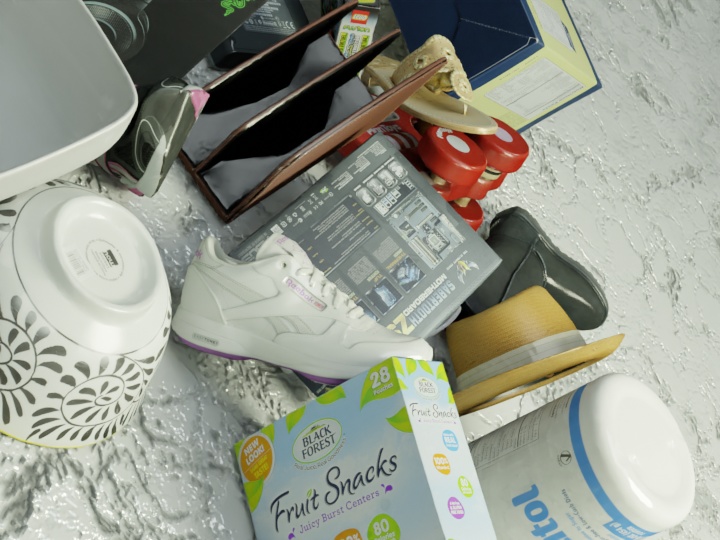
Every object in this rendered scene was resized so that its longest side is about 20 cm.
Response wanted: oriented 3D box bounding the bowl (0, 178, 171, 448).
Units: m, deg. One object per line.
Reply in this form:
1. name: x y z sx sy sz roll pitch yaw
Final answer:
1. bowl: -0.196 0.008 0.894 0.200 0.094 0.202 30 42 -32

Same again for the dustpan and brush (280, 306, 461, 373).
1. dustpan and brush: -0.003 0.027 1.134 0.200 0.057 0.140 -39 98 -25

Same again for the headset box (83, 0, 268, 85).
1. headset box: -0.184 -0.229 0.998 0.174 0.200 0.093 26 45 -37

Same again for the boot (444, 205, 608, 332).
1. boot: 0.166 0.042 1.321 0.165 0.066 0.200 44 34 -5

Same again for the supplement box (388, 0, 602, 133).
1. supplement box: 0.140 -0.274 1.443 0.199 0.134 0.201 14 53 -60

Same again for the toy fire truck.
1. toy fire truck: 0.056 -0.119 1.293 0.168 0.112 0.200 45 33 18

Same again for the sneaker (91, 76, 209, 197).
1. sneaker: -0.175 -0.102 0.955 0.086 0.200 0.081 29 74 -15

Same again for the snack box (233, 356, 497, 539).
1. snack box: 0.007 0.186 0.935 0.067 0.168 0.201 12 54 -49

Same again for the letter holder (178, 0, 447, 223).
1. letter holder: -0.043 -0.148 1.100 0.200 0.142 0.101 -37 93 -33

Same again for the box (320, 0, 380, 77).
1. box: -0.013 -0.285 1.314 0.034 0.110 0.201 6 49 -11

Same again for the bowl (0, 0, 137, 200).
1. bowl: -0.271 -0.121 0.865 0.199 0.075 0.200 -26 70 -31

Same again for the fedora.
1. fedora: 0.134 0.066 1.159 0.200 0.200 0.082 -9 74 -52

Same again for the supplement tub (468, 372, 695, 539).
1. supplement tub: 0.162 0.180 1.097 0.132 0.200 0.133 30 43 -32

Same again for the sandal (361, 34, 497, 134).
1. sandal: 0.060 -0.197 1.279 0.077 0.070 0.212 -4 25 -32

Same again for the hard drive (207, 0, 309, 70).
1. hard drive: -0.121 -0.282 1.258 0.139 0.033 0.201 -6 69 -52

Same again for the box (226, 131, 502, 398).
1. box: 0.000 0.000 1.094 0.158 0.051 0.200 46 58 3

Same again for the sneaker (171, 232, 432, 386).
1. sneaker: -0.041 0.028 0.983 0.199 0.100 0.075 13 4 6
